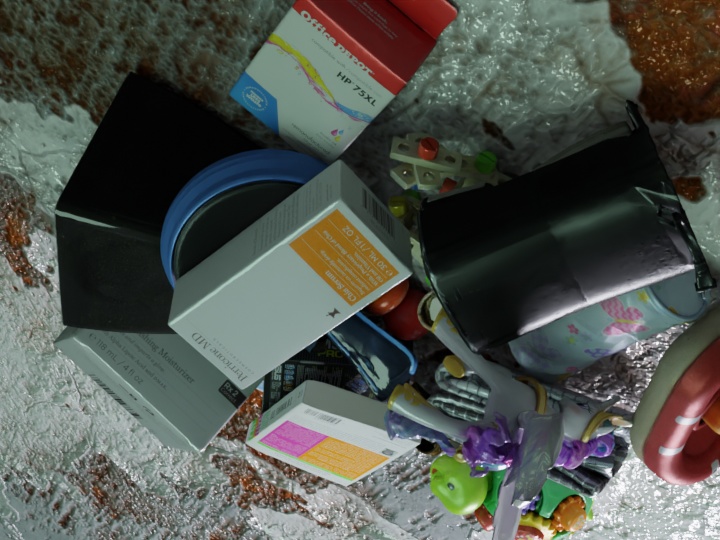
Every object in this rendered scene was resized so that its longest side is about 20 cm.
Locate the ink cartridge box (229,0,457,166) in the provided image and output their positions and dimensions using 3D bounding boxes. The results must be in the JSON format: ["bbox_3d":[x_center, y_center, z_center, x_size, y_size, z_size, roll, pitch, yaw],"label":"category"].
[{"bbox_3d":[-0.018,-0.186,1.047,0.116,0.067,0.200,39,143,-7],"label":"ink cartridge box"}]

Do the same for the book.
[{"bbox_3d":[-0.033,0.174,1.298,0.133,0.048,0.200,20,155,-16],"label":"book"}]

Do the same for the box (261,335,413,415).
[{"bbox_3d":[-0.031,0.141,1.368,0.160,0.044,0.200,4,143,-3],"label":"box"}]

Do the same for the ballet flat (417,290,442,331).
[{"bbox_3d":[0.116,0.031,1.141,0.200,0.067,0.068,-27,69,60],"label":"ballet flat"}]

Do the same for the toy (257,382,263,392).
[{"bbox_3d":[-0.057,0.137,1.439,0.115,0.047,0.200,28,142,-18],"label":"toy"}]

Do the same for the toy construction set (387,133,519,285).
[{"bbox_3d":[0.073,-0.060,1.113,0.131,0.092,0.200,27,154,9],"label":"toy construction set"}]

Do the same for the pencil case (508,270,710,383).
[{"bbox_3d":[0.224,0.039,1.109,0.091,0.083,0.200,37,143,-12],"label":"pencil case"}]

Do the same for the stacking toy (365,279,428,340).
[{"bbox_3d":[0.000,0.000,1.242,0.085,0.085,0.200,-17,126,46],"label":"stacking toy"}]

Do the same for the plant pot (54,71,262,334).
[{"bbox_3d":[-0.189,-0.049,1.241,0.177,0.200,0.200,16,142,2],"label":"plant pot"}]

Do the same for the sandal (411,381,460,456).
[{"bbox_3d":[0.078,0.177,1.345,0.082,0.055,0.200,42,177,19],"label":"sandal"}]

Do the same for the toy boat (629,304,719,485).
[{"bbox_3d":[0.329,0.128,1.072,0.131,0.130,0.200,45,151,26],"label":"toy boat"}]

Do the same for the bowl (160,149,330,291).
[{"bbox_3d":[-0.085,-0.017,1.126,0.200,0.039,0.201,-5,128,-6],"label":"bowl"}]

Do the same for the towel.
[{"bbox_3d":[0.176,0.153,1.211,0.200,0.086,0.166,19,180,19],"label":"towel"}]

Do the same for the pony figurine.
[{"bbox_3d":[0.124,0.145,1.060,0.200,0.193,0.167,26,141,9],"label":"pony figurine"}]

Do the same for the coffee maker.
[{"bbox_3d":[0.151,-0.025,0.946,0.200,0.192,0.135,-24,101,14],"label":"coffee maker"}]

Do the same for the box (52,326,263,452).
[{"bbox_3d":[-0.240,0.102,1.440,0.199,0.131,0.200,44,162,-11],"label":"box"}]

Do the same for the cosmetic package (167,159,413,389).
[{"bbox_3d":[-0.062,0.006,1.066,0.200,0.071,0.101,-35,117,21],"label":"cosmetic package"}]

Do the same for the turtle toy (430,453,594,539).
[{"bbox_3d":[0.170,0.244,1.340,0.200,0.101,0.146,23,145,-10],"label":"turtle toy"}]

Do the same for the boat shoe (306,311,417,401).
[{"bbox_3d":[-0.036,0.058,1.248,0.200,0.069,0.084,36,178,23],"label":"boat shoe"}]
